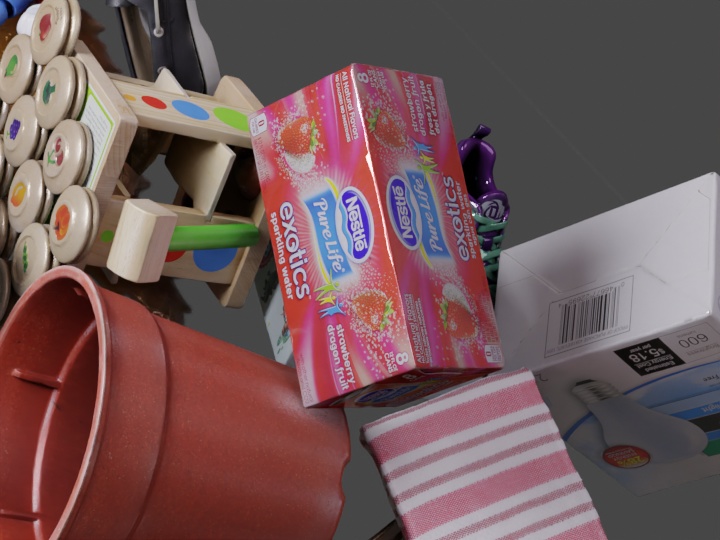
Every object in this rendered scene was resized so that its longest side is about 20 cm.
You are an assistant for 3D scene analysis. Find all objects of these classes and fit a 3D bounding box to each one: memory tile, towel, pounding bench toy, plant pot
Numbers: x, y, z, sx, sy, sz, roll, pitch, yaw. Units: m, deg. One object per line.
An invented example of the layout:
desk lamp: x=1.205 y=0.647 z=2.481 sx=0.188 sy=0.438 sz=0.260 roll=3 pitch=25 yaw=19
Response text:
memory tile: x=-0.224 y=-0.072 z=1.248 sx=0.017 sy=0.153 sz=0.201 roll=11 pitch=57 yaw=-36
towel: x=0.093 y=0.176 z=1.266 sx=0.146 sy=0.030 sz=0.201 roll=-16 pitch=76 yaw=-31
pounding bench toy: x=-0.119 y=-0.045 z=1.248 sx=0.155 sy=0.125 sz=0.200 roll=10 pitch=25 yaw=-32
plant pot: x=-0.123 y=0.118 z=1.184 sx=0.194 sy=0.201 sz=0.202 roll=17 pitch=56 yaw=-31

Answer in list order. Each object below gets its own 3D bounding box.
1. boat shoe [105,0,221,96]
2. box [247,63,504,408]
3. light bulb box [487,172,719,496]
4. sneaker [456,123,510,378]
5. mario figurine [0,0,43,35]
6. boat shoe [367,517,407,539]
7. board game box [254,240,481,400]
boat shoe: x=-0.159 y=-0.204 z=1.362 sx=0.060 sy=0.201 sz=0.074 roll=-29 pitch=36 yaw=-20
box: x=0.009 y=-0.020 z=1.191 sx=0.095 sy=0.099 sz=0.202 roll=4 pitch=71 yaw=-49
light bulb box: x=0.232 y=0.054 z=1.381 sx=0.200 sy=0.197 sz=0.126 roll=37 pitch=48 yaw=-35
sneaker: x=0.082 y=-0.012 z=1.434 sx=0.074 sy=0.088 sz=0.201 roll=5 pitch=61 yaw=-28
mario figurine: x=-0.247 y=-0.234 z=1.352 sx=0.200 sy=0.106 sz=0.124 roll=-41 pitch=122 yaw=-32
boat shoe: x=-0.031 y=0.227 z=1.239 sx=0.074 sy=0.076 sz=0.200 roll=29 pitch=48 yaw=24
board game box: x=0.000 y=0.000 z=1.347 sx=0.147 sy=0.065 sz=0.201 roll=12 pitch=32 yaw=-25
